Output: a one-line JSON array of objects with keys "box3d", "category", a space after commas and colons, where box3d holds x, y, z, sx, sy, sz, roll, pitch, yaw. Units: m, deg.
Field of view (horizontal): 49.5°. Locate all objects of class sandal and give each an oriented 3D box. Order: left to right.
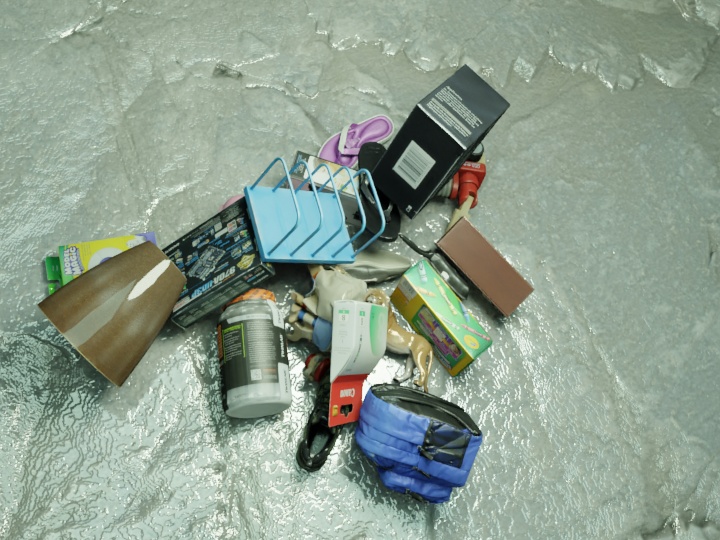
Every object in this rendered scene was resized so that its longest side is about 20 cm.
[{"box3d": [-0.012, -0.268, 1.605, 0.202, 0.050, 0.083, -41, 81, -24], "category": "sandal"}, {"box3d": [0.029, -0.148, 1.442, 0.075, 0.043, 0.204, -6, 71, -15], "category": "sandal"}]

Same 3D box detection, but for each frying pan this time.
[{"box3d": [0.146, -0.019, 1.495, 0.031, 0.115, 0.190, -41, 99, 11], "category": "frying pan"}]

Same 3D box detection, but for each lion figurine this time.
[{"box3d": [0.070, 0.130, 1.449, 0.198, 0.073, 0.123, 35, 66, -3], "category": "lion figurine"}]

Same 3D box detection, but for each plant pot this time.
[{"box3d": [-0.390, 0.052, 1.289, 0.187, 0.187, 0.200, 42, 76, 7], "category": "plant pot"}]

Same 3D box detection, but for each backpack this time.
[{"box3d": [0.085, 0.290, 1.329, 0.197, 0.162, 0.171, 23, 87, -6], "category": "backpack"}]

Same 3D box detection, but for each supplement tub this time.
[{"box3d": [-0.185, 0.143, 1.353, 0.120, 0.123, 0.204, -3, 69, -13], "category": "supplement tub"}]

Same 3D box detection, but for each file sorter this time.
[{"box3d": [-0.074, -0.102, 1.336, 0.197, 0.122, 0.141, 1, 62, -41], "category": "file sorter"}]

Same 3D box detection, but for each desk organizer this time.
[{"box3d": [0.239, -0.008, 1.512, 0.077, 0.072, 0.200, -44, 89, 4], "category": "desk organizer"}]

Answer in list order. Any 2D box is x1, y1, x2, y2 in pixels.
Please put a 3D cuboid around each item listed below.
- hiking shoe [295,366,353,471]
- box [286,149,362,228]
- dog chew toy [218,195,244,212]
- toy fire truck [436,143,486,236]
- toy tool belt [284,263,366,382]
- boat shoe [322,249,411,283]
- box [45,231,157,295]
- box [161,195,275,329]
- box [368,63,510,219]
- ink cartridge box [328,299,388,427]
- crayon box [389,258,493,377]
[{"box3d": [-0.049, 0.246, 1.343, 0.074, 0.101, 0.203, 20, 73, -5], "category": "hiking shoe"}, {"box3d": [-0.045, -0.151, 1.514, 0.196, 0.117, 0.061, 19, 67, -6], "category": "box"}, {"box3d": [-0.169, -0.088, 1.461, 0.196, 0.125, 0.127, 11, 65, 2], "category": "dog chew toy"}, {"box3d": [0.161, -0.156, 1.572, 0.172, 0.129, 0.203, 8, 56, -9], "category": "toy fire truck"}, {"box3d": [-0.078, 0.084, 1.405, 0.122, 0.203, 0.124, 31, 18, 25], "category": "toy tool belt"}, {"box3d": [0.000, 0.000, 1.500, 0.196, 0.058, 0.067, 0, 32, -17], "category": "boat shoe"}, {"box3d": [-0.456, 0.004, 1.393, 0.196, 0.049, 0.119, -11, 70, -15], "category": "box"}, {"box3d": [-0.254, -0.015, 1.368, 0.198, 0.046, 0.161, -31, 52, 13], "category": "box"}, {"box3d": [0.140, -0.231, 1.403, 0.117, 0.197, 0.200, 42, 46, 4], "category": "box"}, {"box3d": [-0.002, 0.156, 1.323, 0.049, 0.161, 0.205, -1, 84, 20], "category": "ink cartridge box"}, {"box3d": [0.146, 0.090, 1.452, 0.058, 0.119, 0.201, -35, 79, -23], "category": "crayon box"}]
